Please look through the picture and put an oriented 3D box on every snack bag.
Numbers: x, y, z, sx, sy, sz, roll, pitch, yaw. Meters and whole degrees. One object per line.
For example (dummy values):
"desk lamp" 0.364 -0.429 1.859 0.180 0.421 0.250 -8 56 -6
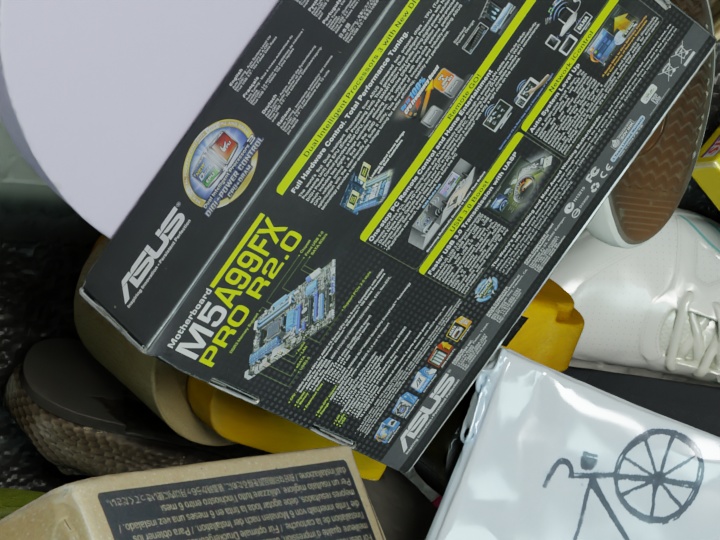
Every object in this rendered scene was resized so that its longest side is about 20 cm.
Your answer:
"snack bag" 0.105 0.151 1.095 0.199 0.021 0.189 21 92 -6

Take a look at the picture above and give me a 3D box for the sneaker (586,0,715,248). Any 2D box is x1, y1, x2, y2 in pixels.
"sneaker" 0.084 -0.110 1.084 0.073 0.084 0.201 -18 109 -40

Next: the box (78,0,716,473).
"box" 0.018 -0.039 0.973 0.160 0.044 0.200 28 100 -49

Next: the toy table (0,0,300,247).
"toy table" -0.087 -0.097 0.955 0.184 0.117 0.200 -36 140 -15

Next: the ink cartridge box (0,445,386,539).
"ink cartridge box" -0.106 0.137 0.969 0.200 0.075 0.164 -32 164 30

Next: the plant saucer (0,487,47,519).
"plant saucer" -0.219 0.150 1.039 0.200 0.048 0.200 -54 155 16

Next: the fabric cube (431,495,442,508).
"fabric cube" 0.073 0.239 1.247 0.200 0.200 0.196 -35 129 1

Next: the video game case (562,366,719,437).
"video game case" 0.208 0.094 1.221 0.180 0.200 0.026 30 76 -34

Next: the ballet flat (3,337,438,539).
"ballet flat" -0.055 0.088 1.149 0.199 0.068 0.046 23 127 -6

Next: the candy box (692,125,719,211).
"candy box" 0.231 -0.006 1.199 0.102 0.026 0.200 -48 110 -20

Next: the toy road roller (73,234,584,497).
"toy road roller" 0.000 0.000 1.115 0.199 0.123 0.147 15 102 -35

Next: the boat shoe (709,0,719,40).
"boat shoe" 0.183 -0.167 1.115 0.073 0.063 0.200 33 104 -35

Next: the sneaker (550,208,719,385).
"sneaker" 0.167 0.020 1.221 0.199 0.080 0.071 1 122 -22
